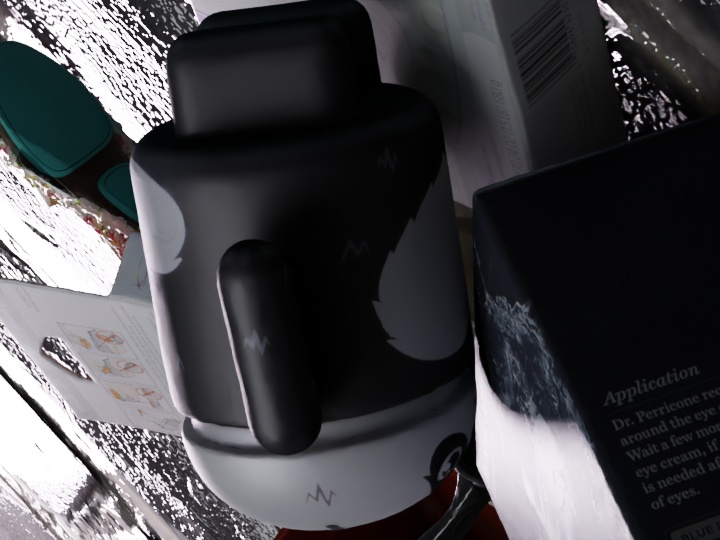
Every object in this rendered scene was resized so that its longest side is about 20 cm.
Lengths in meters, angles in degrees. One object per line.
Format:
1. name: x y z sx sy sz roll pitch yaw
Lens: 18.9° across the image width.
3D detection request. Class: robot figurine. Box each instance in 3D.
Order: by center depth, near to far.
1. robot figurine: -0.019 0.000 0.833 0.124 0.149 0.202 9 113 50

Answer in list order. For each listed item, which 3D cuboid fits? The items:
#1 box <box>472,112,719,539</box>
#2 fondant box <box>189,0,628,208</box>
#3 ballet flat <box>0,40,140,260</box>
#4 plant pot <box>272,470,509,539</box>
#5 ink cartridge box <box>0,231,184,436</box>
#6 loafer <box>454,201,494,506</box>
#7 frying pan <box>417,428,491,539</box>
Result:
1. box: 0.128 0.085 0.813 0.197 0.116 0.201 85 166 -54
2. fondant box: 0.008 -0.109 0.877 0.199 0.058 0.145 28 150 39
3. ballet flat: -0.147 -0.045 1.209 0.200 0.075 0.064 42 142 15
4. plant pot: 0.053 0.231 1.183 0.199 0.200 0.177 24 159 41
5. ink cartridge box: -0.101 0.042 1.186 0.172 0.044 0.200 11 156 18
6. loafer: 0.053 0.052 1.017 0.075 0.069 0.201 9 139 26
7. frying pan: 0.081 0.081 0.978 0.191 0.114 0.031 113 145 -48
